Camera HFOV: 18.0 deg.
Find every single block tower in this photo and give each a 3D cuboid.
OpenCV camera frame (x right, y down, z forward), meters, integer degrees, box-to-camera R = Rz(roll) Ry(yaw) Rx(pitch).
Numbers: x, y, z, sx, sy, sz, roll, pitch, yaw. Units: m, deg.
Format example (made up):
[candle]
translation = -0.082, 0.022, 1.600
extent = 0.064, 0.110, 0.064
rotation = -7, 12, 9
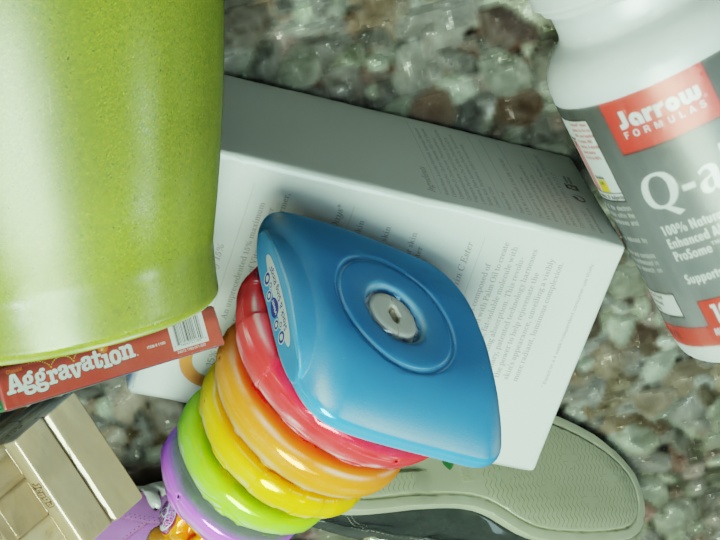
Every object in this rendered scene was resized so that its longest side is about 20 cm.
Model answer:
[block tower]
translation = -0.177, 0.098, 0.972
extent = 0.054, 0.200, 0.058
rotation = -40, 104, -36

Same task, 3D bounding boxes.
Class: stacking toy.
[stacking toy]
translation = -0.043, 0.079, 0.979
extent = 0.109, 0.116, 0.200
rotation = 18, 130, -33

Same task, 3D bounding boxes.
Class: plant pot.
[plant pot]
translation = -0.136, -0.068, 0.899
extent = 0.199, 0.200, 0.194
rotation = -10, 100, -5

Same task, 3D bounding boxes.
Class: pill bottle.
[pill bottle]
translation = 0.153, -0.070, 1.016
extent = 0.115, 0.116, 0.201
rotation = -28, 104, 4

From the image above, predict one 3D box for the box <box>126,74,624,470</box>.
[box]
translation = 0.000, 0.000, 1.047
extent = 0.199, 0.098, 0.125
rotation = 13, 114, -17

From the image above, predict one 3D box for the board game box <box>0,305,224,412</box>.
[board game box]
translation = -0.151, 0.046, 0.980
extent = 0.103, 0.200, 0.020
rotation = -15, 91, -33

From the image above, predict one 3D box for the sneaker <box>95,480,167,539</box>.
[sneaker]
translation = -0.128, 0.122, 1.113
extent = 0.200, 0.073, 0.115
rotation = 35, 72, -8

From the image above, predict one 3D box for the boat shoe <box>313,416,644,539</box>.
[boat shoe]
translation = 0.049, 0.108, 1.142
extent = 0.199, 0.072, 0.068
rotation = 8, 152, -22
